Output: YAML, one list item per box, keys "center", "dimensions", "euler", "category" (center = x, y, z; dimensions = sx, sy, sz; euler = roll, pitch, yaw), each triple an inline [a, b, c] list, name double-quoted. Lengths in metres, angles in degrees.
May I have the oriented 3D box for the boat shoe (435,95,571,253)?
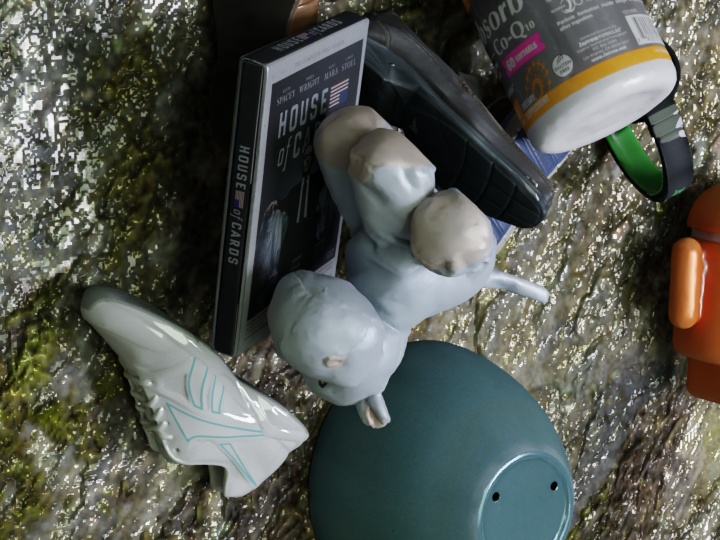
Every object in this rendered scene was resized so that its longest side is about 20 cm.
- center: [0.082, -0.060, 1.333]
  dimensions: [0.200, 0.072, 0.073]
  euler: [-43, 120, -24]
  category: "boat shoe"

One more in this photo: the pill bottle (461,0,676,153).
- center: [0.133, -0.195, 1.278]
  dimensions: [0.116, 0.116, 0.201]
  euler: [-18, 76, -32]
  category: "pill bottle"

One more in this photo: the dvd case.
- center: [-0.046, -0.060, 1.199]
  dimensions: [0.150, 0.025, 0.202]
  euler: [-37, 140, -58]
  category: "dvd case"

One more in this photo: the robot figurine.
- center: [0.323, 0.011, 1.496]
  dimensions: [0.142, 0.117, 0.202]
  euler: [6, 96, 4]
  category: "robot figurine"

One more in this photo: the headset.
- center: [0.185, -0.141, 1.377]
  dimensions: [0.093, 0.123, 0.201]
  euler: [-25, 99, -9]
  category: "headset"

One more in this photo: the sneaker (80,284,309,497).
- center: [-0.121, 0.085, 1.216]
  dimensions: [0.080, 0.070, 0.200]
  euler: [-50, 121, -6]
  category: "sneaker"

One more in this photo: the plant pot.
- center: [0.080, 0.163, 1.334]
  dimensions: [0.199, 0.134, 0.202]
  euler: [-7, 103, -34]
  category: "plant pot"

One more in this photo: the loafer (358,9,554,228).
- center: [0.064, -0.112, 1.261]
  dimensions: [0.200, 0.073, 0.072]
  euler: [42, 59, 7]
  category: "loafer"

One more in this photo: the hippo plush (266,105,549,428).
- center: [0.000, 0.000, 1.189]
  dimensions: [0.161, 0.159, 0.200]
  euler: [-46, 158, 1]
  category: "hippo plush"

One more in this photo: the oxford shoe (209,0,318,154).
- center: [-0.059, -0.174, 1.229]
  dimensions: [0.071, 0.071, 0.202]
  euler: [9, 90, -67]
  category: "oxford shoe"
